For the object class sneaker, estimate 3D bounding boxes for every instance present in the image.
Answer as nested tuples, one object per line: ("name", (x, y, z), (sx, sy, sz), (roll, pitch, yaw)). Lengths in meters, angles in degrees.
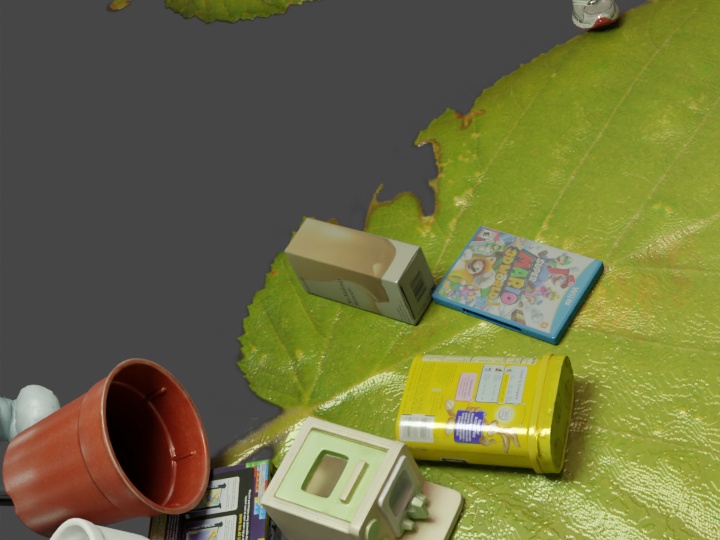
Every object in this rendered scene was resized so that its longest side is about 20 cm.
("sneaker", (-0.318, 0.264, 1.489), (0.200, 0.079, 0.096), (1, 69, 28))
("sneaker", (0.387, -0.483, 1.833), (0.078, 0.082, 0.200), (-15, 48, 10))

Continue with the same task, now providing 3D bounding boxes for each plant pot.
("plant pot", (-0.328, 0.239, 1.362), (0.195, 0.201, 0.201), (-24, 44, 23))

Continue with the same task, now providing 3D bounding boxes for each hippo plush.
("hippo plush", (-0.515, 0.229, 1.535), (0.200, 0.161, 0.160), (-44, 37, 47))

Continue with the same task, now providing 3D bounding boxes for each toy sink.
("toy sink", (0.003, 0.276, 1.305), (0.200, 0.112, 0.130), (13, 57, 30))

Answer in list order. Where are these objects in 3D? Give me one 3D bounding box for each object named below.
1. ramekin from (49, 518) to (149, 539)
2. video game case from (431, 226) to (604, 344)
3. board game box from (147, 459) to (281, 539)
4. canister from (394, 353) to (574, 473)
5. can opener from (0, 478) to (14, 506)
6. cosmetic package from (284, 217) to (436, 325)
("ramekin", (-0.312, 0.401, 1.279), (0.200, 0.098, 0.201), (-30, 52, 47))
("video game case", (0.219, 0.016, 1.510), (0.200, 0.018, 0.143), (19, 60, 34))
("board game box", (-0.185, 0.349, 1.357), (0.165, 0.057, 0.200), (-12, 48, 15))
("canister", (0.156, 0.174, 1.352), (0.200, 0.087, 0.149), (0, 51, 24))
("can opener", (-0.475, 0.313, 1.501), (0.200, 0.063, 0.079), (3, 53, 24))
("cosmetic package", (0.000, 0.000, 1.555), (0.200, 0.105, 0.071), (15, 58, 33))
